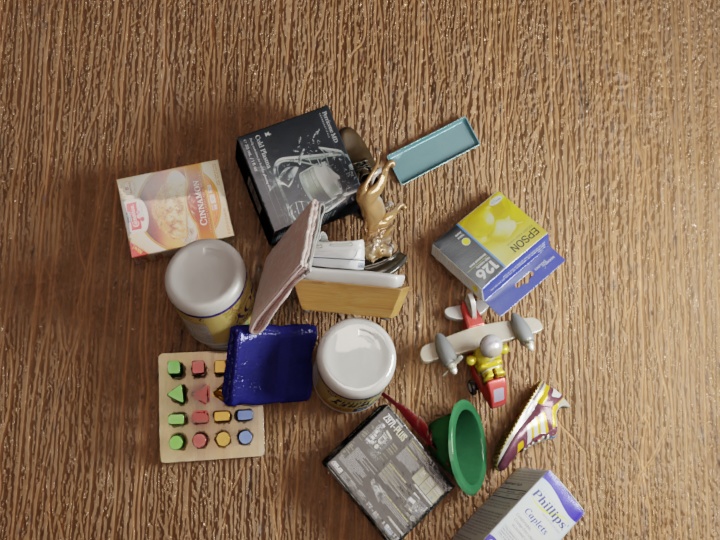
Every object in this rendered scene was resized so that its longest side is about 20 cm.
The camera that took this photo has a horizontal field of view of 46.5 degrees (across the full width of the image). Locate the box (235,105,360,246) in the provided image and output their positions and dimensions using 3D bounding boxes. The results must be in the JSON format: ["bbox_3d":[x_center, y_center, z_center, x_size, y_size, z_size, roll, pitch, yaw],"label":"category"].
[{"bbox_3d":[-0.122,-0.184,1.647,0.194,0.124,0.203,-22,84,-14],"label":"box"}]

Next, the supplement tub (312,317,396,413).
[{"bbox_3d":[-0.016,0.182,1.549,0.141,0.200,0.147,2,70,-6],"label":"supplement tub"}]

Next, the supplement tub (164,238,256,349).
[{"bbox_3d":[-0.264,0.049,1.525,0.142,0.201,0.148,-1,63,3],"label":"supplement tub"}]

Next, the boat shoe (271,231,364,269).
[{"bbox_3d":[-0.081,-0.043,1.623,0.196,0.073,0.067,6,93,18],"label":"boat shoe"}]

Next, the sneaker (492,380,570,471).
[{"bbox_3d":[0.339,0.321,1.655,0.089,0.075,0.202,34,77,4],"label":"sneaker"}]

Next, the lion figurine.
[{"bbox_3d":[0.026,-0.120,1.591,0.123,0.072,0.202,-45,133,-25],"label":"lion figurine"}]

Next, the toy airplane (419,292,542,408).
[{"bbox_3d":[0.240,0.139,1.637,0.197,0.141,0.202,32,77,-2],"label":"toy airplane"}]

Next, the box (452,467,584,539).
[{"bbox_3d":[0.291,0.476,1.563,0.200,0.184,0.105,-42,87,-13],"label":"box"}]

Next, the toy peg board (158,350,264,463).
[{"bbox_3d":[-0.277,0.249,1.556,0.195,0.098,0.205,-2,81,-9],"label":"toy peg board"}]

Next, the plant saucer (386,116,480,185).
[{"bbox_3d":[0.152,-0.250,1.756,0.198,0.019,0.071,-28,85,-14],"label":"plant saucer"}]

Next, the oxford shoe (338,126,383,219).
[{"bbox_3d":[0.005,-0.204,1.690,0.072,0.084,0.203,-21,82,-10],"label":"oxford shoe"}]

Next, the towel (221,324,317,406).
[{"bbox_3d":[-0.169,0.172,1.554,0.198,0.049,0.151,4,93,-46],"label":"towel"}]

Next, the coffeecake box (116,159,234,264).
[{"bbox_3d":[-0.356,-0.113,1.620,0.196,0.073,0.157,-13,83,-11],"label":"coffeecake box"}]

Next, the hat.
[{"bbox_3d":[0.136,0.338,1.636,0.173,0.165,0.204,-12,67,30],"label":"hat"}]

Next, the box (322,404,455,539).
[{"bbox_3d":[0.050,0.385,1.590,0.163,0.086,0.201,-41,89,-13],"label":"box"}]

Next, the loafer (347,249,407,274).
[{"bbox_3d":[0.000,0.000,1.656,0.197,0.073,0.072,-25,86,-12],"label":"loafer"}]

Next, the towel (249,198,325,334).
[{"bbox_3d":[-0.132,-0.008,1.500,0.032,0.191,0.202,30,36,-17],"label":"towel"}]

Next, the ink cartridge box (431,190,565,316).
[{"bbox_3d":[0.277,-0.038,1.679,0.197,0.047,0.200,-37,61,-20],"label":"ink cartridge box"}]

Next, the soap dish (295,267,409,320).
[{"bbox_3d":[-0.014,0.041,1.540,0.196,0.157,0.083,6,91,8],"label":"soap dish"}]
